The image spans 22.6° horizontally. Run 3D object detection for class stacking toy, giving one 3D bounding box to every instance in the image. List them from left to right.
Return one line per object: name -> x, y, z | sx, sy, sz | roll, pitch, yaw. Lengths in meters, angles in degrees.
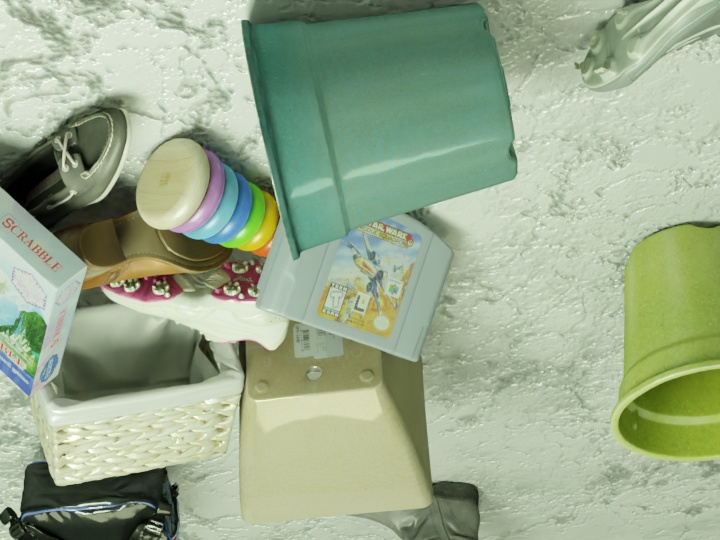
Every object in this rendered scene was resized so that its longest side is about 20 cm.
stacking toy -> -0.109, -0.051, 1.673 | 0.085, 0.085, 0.200 | -27, 146, 33

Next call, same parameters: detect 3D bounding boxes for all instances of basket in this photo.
basket -> -0.231, 0.118, 1.797 | 0.200, 0.136, 0.123 | -8, 135, -20

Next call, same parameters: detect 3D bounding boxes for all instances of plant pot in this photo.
plant pot -> -0.039, 0.121, 1.847 | 0.200, 0.200, 0.177 | -6, 141, 4
plant pot -> 0.018, -0.126, 1.470 | 0.196, 0.200, 0.200 | -13, 148, -1
plant pot -> 0.336, 0.062, 1.783 | 0.200, 0.184, 0.200 | -3, 149, -2

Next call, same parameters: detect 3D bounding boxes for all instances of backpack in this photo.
backpack -> -0.299, 0.284, 2.115 | 0.200, 0.154, 0.191 | 0, 140, 6

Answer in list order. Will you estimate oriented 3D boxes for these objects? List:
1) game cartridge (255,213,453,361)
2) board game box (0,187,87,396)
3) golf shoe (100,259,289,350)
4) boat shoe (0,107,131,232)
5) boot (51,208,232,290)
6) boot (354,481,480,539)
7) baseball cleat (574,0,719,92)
game cartridge -> 0.000, 0.000, 1.711 | 0.200, 0.133, 0.042 | 20, -178, -38
board game box -> -0.346, -0.006, 1.640 | 0.200, 0.041, 0.200 | 41, 145, 11
golf shoe -> -0.161, 0.035, 1.758 | 0.200, 0.075, 0.092 | 7, 133, 22
boat shoe -> -0.272, -0.083, 1.607 | 0.057, 0.067, 0.200 | 2, 154, -39
boot -> -0.234, -0.012, 1.710 | 0.200, 0.077, 0.155 | -17, 179, -44
boot -> 0.061, 0.327, 2.227 | 0.200, 0.132, 0.070 | 3, 148, -9
baseball cleat -> 0.271, -0.198, 1.473 | 0.106, 0.070, 0.200 | 18, 143, -29
